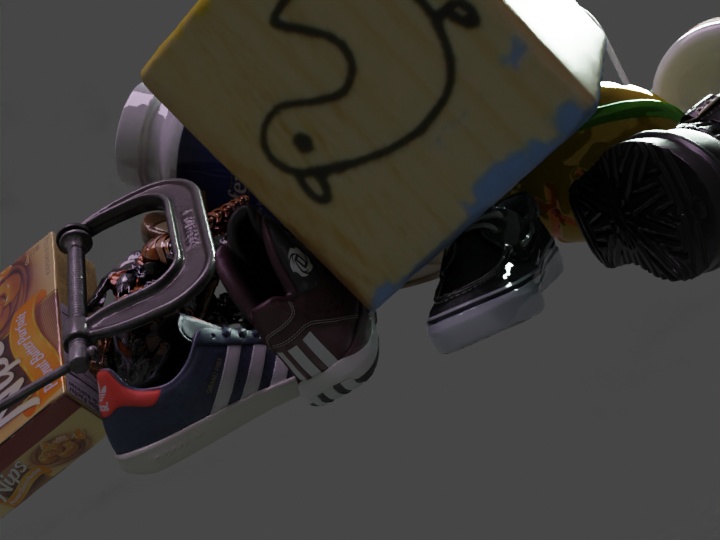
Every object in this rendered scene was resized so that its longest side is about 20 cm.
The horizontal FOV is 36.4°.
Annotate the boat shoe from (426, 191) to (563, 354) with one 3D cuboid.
[{"bbox_3d":[0.078,-0.004,0.691,0.072,0.071,0.200,-22,6,21],"label":"boat shoe"}]

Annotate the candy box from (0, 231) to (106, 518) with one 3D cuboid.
[{"bbox_3d":[-0.254,0.073,0.834,0.115,0.055,0.201,-38,39,11],"label":"candy box"}]

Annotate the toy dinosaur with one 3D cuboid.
[{"bbox_3d":[-0.128,0.006,0.825,0.135,0.201,0.102,12,-25,15],"label":"toy dinosaur"}]

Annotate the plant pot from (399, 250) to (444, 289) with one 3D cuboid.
[{"bbox_3d":[0.000,0.000,0.949,0.198,0.028,0.200,-8,-9,-1],"label":"plant pot"}]

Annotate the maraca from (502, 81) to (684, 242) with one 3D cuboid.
[{"bbox_3d":[0.148,-0.069,0.810,0.199,0.108,0.137,-28,-31,31],"label":"maraca"}]

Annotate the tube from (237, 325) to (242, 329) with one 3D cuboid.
[{"bbox_3d":[-0.074,0.053,0.965,0.058,0.052,0.200,15,-16,-24],"label":"tube"}]

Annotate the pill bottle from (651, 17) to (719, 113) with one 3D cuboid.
[{"bbox_3d":[0.312,-0.159,0.936,0.112,0.113,0.200,-22,6,23],"label":"pill bottle"}]

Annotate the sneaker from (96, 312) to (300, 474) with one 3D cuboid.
[{"bbox_3d":[-0.087,0.057,0.745,0.199,0.085,0.075,-27,6,-32],"label":"sneaker"}]

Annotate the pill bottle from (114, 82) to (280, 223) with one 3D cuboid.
[{"bbox_3d":[-0.104,-0.100,0.956,0.198,0.117,0.116,13,14,10],"label":"pill bottle"}]

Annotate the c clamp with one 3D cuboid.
[{"bbox_3d":[-0.184,0.001,0.788,0.170,0.027,0.201,-23,35,6],"label":"c clamp"}]

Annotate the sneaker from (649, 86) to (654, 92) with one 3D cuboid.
[{"bbox_3d":[0.268,-0.139,1.113,0.117,0.074,0.200,-15,11,21],"label":"sneaker"}]

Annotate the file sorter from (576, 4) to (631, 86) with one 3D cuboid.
[{"bbox_3d":[0.119,-0.128,0.939,0.138,0.125,0.200,9,-38,-45],"label":"file sorter"}]

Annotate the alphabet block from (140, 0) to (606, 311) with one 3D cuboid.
[{"bbox_3d":[0.018,-0.135,0.690,0.195,0.200,0.197,-43,8,24],"label":"alphabet block"}]

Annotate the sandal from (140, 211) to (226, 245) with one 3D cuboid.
[{"bbox_3d":[-0.119,-0.016,0.976,0.080,0.055,0.199,21,12,33],"label":"sandal"}]

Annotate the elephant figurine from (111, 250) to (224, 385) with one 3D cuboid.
[{"bbox_3d":[-0.216,0.082,0.931,0.200,0.142,0.155,-39,-26,7],"label":"elephant figurine"}]

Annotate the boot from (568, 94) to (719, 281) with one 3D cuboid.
[{"bbox_3d":[0.216,-0.065,0.626,0.157,0.080,0.211,-24,5,-3],"label":"boot"}]

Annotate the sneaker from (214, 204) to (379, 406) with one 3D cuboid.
[{"bbox_3d":[-0.040,-0.014,0.714,0.075,0.116,0.201,-33,29,17],"label":"sneaker"}]
